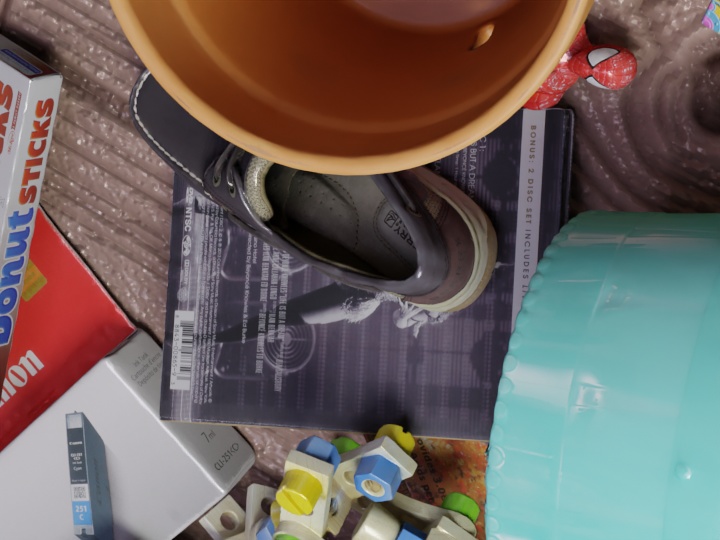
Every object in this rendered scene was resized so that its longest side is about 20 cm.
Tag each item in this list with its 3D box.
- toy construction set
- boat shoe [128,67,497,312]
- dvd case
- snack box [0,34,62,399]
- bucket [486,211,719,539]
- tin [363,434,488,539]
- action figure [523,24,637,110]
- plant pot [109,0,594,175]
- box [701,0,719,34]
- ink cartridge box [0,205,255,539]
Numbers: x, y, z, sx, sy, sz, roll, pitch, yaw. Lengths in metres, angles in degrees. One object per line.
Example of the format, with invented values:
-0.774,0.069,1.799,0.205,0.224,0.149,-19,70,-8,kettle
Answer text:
-0.013,0.142,1.012,0.131,0.092,0.200,35,155,-10,toy construction set
-0.030,-0.046,0.964,0.199,0.065,0.072,34,100,24,boat shoe
0.000,0.000,0.991,0.198,0.016,0.150,1,86,26,dvd case
-0.197,-0.020,1.086,0.072,0.024,0.201,32,119,34,snack box
0.146,0.071,0.877,0.134,0.207,0.209,9,115,26,bucket
0.070,0.095,1.022,0.111,0.042,0.201,-15,104,34,tin
0.027,-0.107,0.952,0.198,0.052,0.066,12,111,18,action figure
0.010,-0.150,0.845,0.198,0.140,0.202,5,106,16,plant pot
0.262,-0.146,0.779,0.192,0.122,0.201,29,121,10,box
-0.179,0.092,1.134,0.176,0.045,0.200,48,122,-2,ink cartridge box
